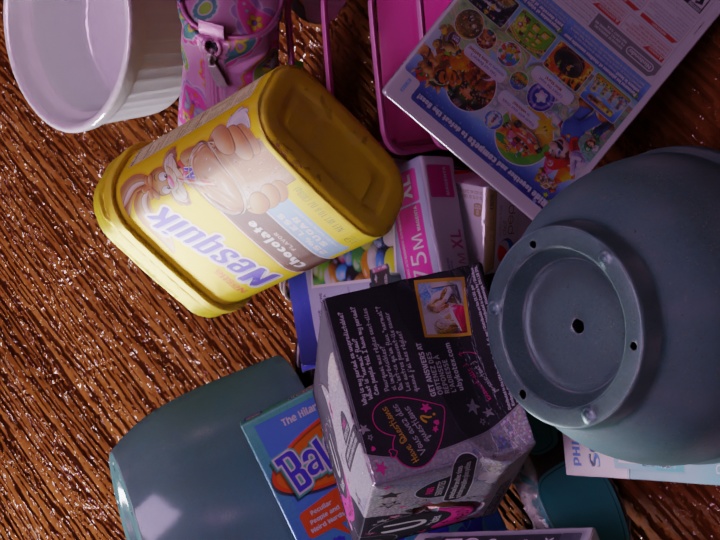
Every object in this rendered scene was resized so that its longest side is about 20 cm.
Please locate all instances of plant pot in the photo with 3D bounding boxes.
[{"bbox_3d":[-0.117,0.188,1.327,0.200,0.159,0.203,165,90,-74],"label":"plant pot"},{"bbox_3d":[0.161,0.027,0.969,0.199,0.133,0.203,6,99,45],"label":"plant pot"}]

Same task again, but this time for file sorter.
[{"bbox_3d":[0.052,-0.156,1.171,0.199,0.125,0.141,1,99,45],"label":"file sorter"}]

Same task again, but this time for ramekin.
[{"bbox_3d":[-0.235,-0.231,1.470,0.199,0.097,0.203,10,104,44],"label":"ramekin"}]

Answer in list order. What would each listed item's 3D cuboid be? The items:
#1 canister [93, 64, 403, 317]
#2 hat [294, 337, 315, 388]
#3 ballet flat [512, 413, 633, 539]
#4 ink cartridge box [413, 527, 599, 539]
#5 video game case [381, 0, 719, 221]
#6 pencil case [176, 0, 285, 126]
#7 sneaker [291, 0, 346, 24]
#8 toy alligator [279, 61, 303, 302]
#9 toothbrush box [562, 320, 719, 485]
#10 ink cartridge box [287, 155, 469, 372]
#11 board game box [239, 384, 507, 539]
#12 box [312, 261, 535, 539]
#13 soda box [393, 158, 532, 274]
[{"bbox_3d":[-0.082,-0.055,1.172,0.148,0.087,0.199,43,139,-23],"label":"canister"},{"bbox_3d":[0.001,0.080,1.299,0.199,0.080,0.203,9,104,43],"label":"hat"},{"bbox_3d":[0.139,0.147,1.193,0.072,0.071,0.201,-45,63,40],"label":"ballet flat"},{"bbox_3d":[0.108,0.279,1.173,0.198,0.043,0.200,-8,118,32],"label":"ink cartridge box"},{"bbox_3d":[0.130,-0.151,1.053,0.143,0.018,0.200,39,95,-6],"label":"video game case"},{"bbox_3d":[-0.101,-0.138,1.228,0.088,0.087,0.201,48,152,28],"label":"pencil case"},{"bbox_3d":[-0.059,-0.270,1.298,0.077,0.078,0.201,-53,44,42],"label":"sneaker"},{"bbox_3d":[-0.058,-0.077,1.354,0.054,0.059,0.202,-104,15,-77],"label":"toy alligator"},{"bbox_3d":[0.229,0.061,1.060,0.199,0.085,0.148,-1,96,47],"label":"toothbrush box"},{"bbox_3d":[0.000,0.000,1.215,0.199,0.042,0.121,-23,72,47],"label":"ink cartridge box"},{"bbox_3d":[0.017,0.173,1.229,0.201,0.151,0.045,63,176,-1],"label":"board game box"},{"bbox_3d":[0.036,0.100,1.093,0.200,0.113,0.133,97,159,-69],"label":"box"},{"bbox_3d":[0.043,-0.047,1.246,0.199,0.063,0.069,12,106,43],"label":"soda box"}]
